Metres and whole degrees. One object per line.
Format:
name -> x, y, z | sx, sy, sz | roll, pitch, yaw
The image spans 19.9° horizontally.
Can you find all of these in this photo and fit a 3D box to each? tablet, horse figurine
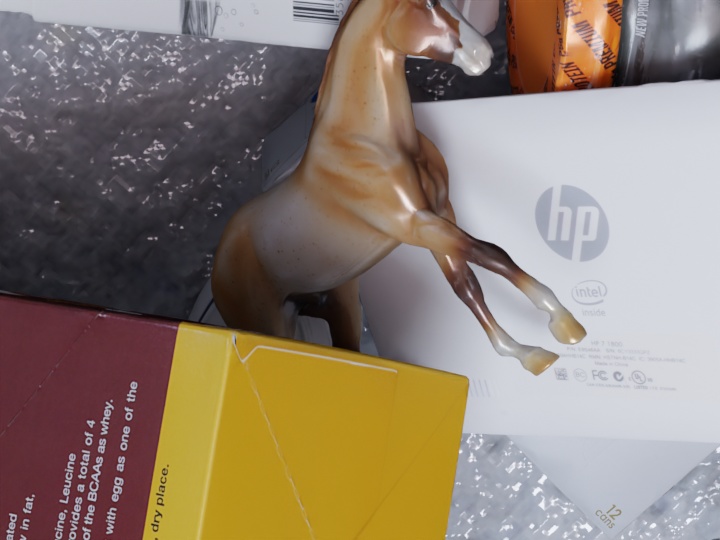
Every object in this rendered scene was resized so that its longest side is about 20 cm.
tablet -> 0.079, 0.001, 0.691 | 0.199, 0.014, 0.131 | -1, 115, 36
horse figurine -> 0.000, 0.000, 0.704 | 0.133, 0.050, 0.200 | 51, 139, 5

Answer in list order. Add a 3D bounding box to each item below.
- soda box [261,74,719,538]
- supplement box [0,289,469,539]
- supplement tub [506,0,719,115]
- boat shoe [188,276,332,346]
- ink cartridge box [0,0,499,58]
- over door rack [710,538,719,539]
soda box -> 0.051, 0.007, 0.795 | 0.064, 0.068, 0.200 | -43, 106, 11
supplement box -> -0.095, 0.110, 0.663 | 0.199, 0.132, 0.199 | 7, 86, 34
supplement tub -> 0.157, -0.092, 0.720 | 0.198, 0.123, 0.123 | 0, 108, -7
boat shoe -> -0.049, 0.092, 0.818 | 0.071, 0.066, 0.201 | 13, 107, -8
ink cartridge box -> -0.052, -0.145, 0.721 | 0.199, 0.068, 0.117 | 8, 109, 16
over door rack -> 0.219, 0.031, 0.822 | 0.147, 0.067, 0.202 | 6, 94, -6
